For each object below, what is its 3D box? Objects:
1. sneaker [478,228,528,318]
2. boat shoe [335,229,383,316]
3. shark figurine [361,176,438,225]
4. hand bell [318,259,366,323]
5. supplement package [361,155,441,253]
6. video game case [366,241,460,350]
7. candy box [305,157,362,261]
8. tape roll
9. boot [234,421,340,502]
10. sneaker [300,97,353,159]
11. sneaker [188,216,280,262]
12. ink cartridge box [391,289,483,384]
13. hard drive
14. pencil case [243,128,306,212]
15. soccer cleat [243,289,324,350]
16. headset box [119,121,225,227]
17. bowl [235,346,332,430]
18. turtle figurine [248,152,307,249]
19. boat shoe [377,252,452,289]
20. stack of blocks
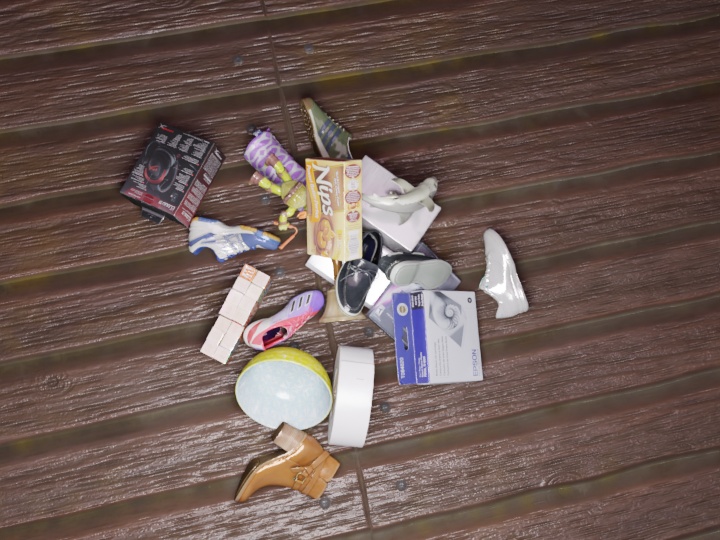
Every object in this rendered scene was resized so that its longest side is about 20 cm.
[{"bbox_3d":[0.298,0.008,1.768,0.088,0.075,0.201,-20,84,3],"label":"sneaker"},{"bbox_3d":[0.000,0.000,1.659,0.074,0.062,0.201,27,63,-18],"label":"boat shoe"},{"bbox_3d":[0.067,-0.132,1.644,0.214,0.090,0.128,-4,47,-15],"label":"shark figurine"},{"bbox_3d":[-0.046,0.008,1.703,0.104,0.104,0.201,-4,86,-6],"label":"hand bell"},{"bbox_3d":[0.053,-0.132,1.739,0.200,0.120,0.121,36,79,1],"label":"supplement package"},{"bbox_3d":[0.117,0.059,1.730,0.143,0.019,0.200,43,78,-29],"label":"video game case"},{"bbox_3d":[-0.054,-0.126,1.623,0.055,0.115,0.201,-11,107,-44],"label":"candy box"},{"bbox_3d":[-0.020,0.254,1.624,0.071,0.202,0.203,8,79,-4],"label":"tape roll"},{"bbox_3d":[-0.151,0.429,1.650,0.155,0.074,0.200,38,93,-12],"label":"boot"},{"bbox_3d":[-0.064,-0.298,1.790,0.090,0.067,0.201,-18,82,-16],"label":"sneaker"},{"bbox_3d":[-0.272,-0.056,1.726,0.199,0.075,0.088,10,87,5],"label":"sneaker"},{"bbox_3d":[0.166,0.141,1.704,0.199,0.041,0.200,1,80,-30],"label":"ink cartridge box"},{"bbox_3d":[-0.001,-0.010,1.745,0.200,0.025,0.132,34,95,1],"label":"hard drive"},{"bbox_3d":[-0.166,-0.218,1.757,0.200,0.084,0.085,46,59,2],"label":"pencil case"},{"bbox_3d":[-0.148,0.108,1.681,0.200,0.073,0.068,-30,119,-26],"label":"soccer cleat"},{"bbox_3d":[-0.404,-0.196,1.709,0.148,0.075,0.200,22,78,18],"label":"headset box"},{"bbox_3d":[-0.150,0.223,1.652,0.199,0.201,0.108,12,37,-3],"label":"bowl"},{"bbox_3d":[-0.153,-0.158,1.680,0.161,0.064,0.200,38,93,0],"label":"turtle figurine"},{"bbox_3d":[0.116,-0.006,1.666,0.060,0.200,0.076,39,108,35],"label":"boat shoe"},{"bbox_3d":[-0.259,0.095,1.672,0.058,0.115,0.200,28,79,0],"label":"stack of blocks"}]
